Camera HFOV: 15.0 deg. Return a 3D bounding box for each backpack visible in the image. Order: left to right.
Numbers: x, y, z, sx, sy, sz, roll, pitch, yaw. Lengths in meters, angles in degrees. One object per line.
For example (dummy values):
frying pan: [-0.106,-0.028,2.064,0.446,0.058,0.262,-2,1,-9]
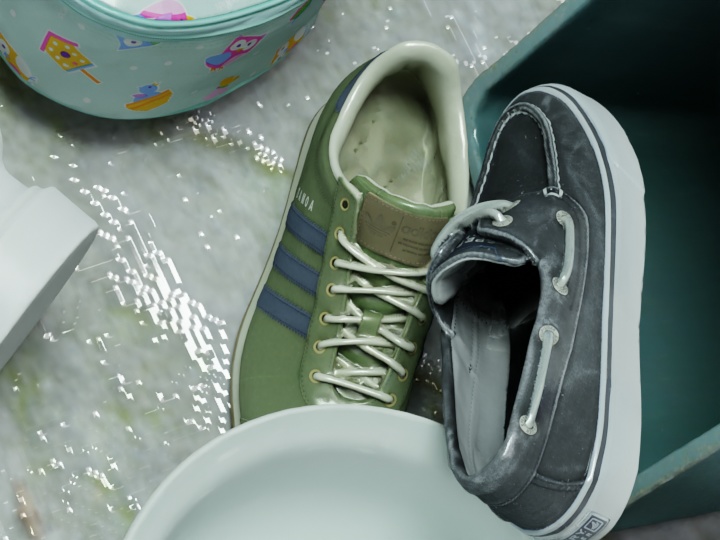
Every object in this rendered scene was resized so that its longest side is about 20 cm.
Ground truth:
backpack: [-0.088,-0.168,1.062,0.175,0.153,0.201,-26,84,-33]

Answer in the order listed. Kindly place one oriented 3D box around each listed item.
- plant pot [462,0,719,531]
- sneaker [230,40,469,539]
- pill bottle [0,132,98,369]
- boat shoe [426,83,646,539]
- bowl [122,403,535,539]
plant pot: [0.186,-0.019,1.080,0.199,0.196,0.198,1,66,-32]
sneaker: [0.000,0.000,1.050,0.067,0.090,0.201,17,62,-13]
pill bottle: [-0.201,-0.038,0.978,0.200,0.116,0.116,37,60,-2]
boat shoe: [0.057,0.004,0.993,0.068,0.072,0.201,28,47,-30]
bowl: [-0.008,0.157,0.976,0.200,0.090,0.202,9,64,-18]
